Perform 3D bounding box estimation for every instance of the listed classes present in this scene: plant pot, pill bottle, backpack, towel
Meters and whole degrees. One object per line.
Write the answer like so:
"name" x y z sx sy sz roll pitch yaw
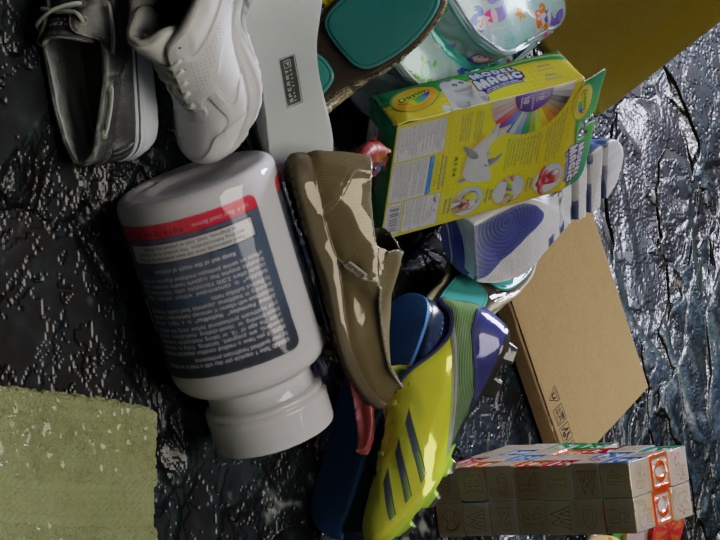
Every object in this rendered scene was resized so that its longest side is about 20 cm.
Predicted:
"plant pot" 0.209 -0.296 1.936 0.176 0.200 0.201 35 34 -27
"pill bottle" -0.091 0.026 1.606 0.119 0.119 0.201 -33 111 -48
"backpack" 0.056 -0.219 1.801 0.200 0.150 0.178 -36 103 -38
"towel" -0.211 0.152 1.507 0.199 0.036 0.149 8 79 -50

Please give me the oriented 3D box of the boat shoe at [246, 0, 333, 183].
"boat shoe" -0.068 -0.162 1.614 0.070 0.064 0.201 -14 110 -28

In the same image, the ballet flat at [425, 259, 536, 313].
"ballet flat" 0.087 0.022 1.870 0.200 0.069 0.070 -40 116 -56

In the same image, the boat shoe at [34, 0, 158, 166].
"boat shoe" -0.188 -0.169 1.544 0.071 0.072 0.201 -28 110 -53

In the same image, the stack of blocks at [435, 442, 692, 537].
"stack of blocks" 0.172 0.180 1.849 0.115 0.199 0.059 -10 93 -50

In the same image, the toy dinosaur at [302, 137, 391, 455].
"toy dinosaur" 0.000 0.000 1.693 0.105 0.200 0.182 -18 145 -40

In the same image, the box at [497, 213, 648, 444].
"box" 0.190 0.057 2.027 0.163 0.021 0.201 -39 115 -46

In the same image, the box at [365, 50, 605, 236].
"box" 0.098 -0.103 1.764 0.199 0.048 0.118 -14 135 -25

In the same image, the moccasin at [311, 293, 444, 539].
"moccasin" 0.020 0.118 1.764 0.068 0.080 0.201 25 87 -37

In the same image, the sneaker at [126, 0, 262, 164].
"sneaker" -0.123 -0.156 1.539 0.099 0.078 0.201 -28 135 -37

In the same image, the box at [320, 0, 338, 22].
"box" -0.015 -0.257 1.674 0.064 0.200 0.070 49 18 26

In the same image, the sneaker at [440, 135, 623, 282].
"sneaker" 0.120 -0.068 1.890 0.199 0.115 0.081 -34 136 -38

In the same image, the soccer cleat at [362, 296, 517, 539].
"soccer cleat" 0.043 0.114 1.702 0.083 0.065 0.201 29 87 -11

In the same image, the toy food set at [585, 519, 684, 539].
"toy food set" 0.259 0.304 2.062 0.198 0.048 0.201 -45 119 -44

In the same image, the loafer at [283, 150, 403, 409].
"loafer" 0.001 0.005 1.607 0.076 0.067 0.201 -114 -173 -70

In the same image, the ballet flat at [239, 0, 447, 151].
"ballet flat" -0.015 -0.161 1.691 0.068 0.200 0.075 52 11 4
